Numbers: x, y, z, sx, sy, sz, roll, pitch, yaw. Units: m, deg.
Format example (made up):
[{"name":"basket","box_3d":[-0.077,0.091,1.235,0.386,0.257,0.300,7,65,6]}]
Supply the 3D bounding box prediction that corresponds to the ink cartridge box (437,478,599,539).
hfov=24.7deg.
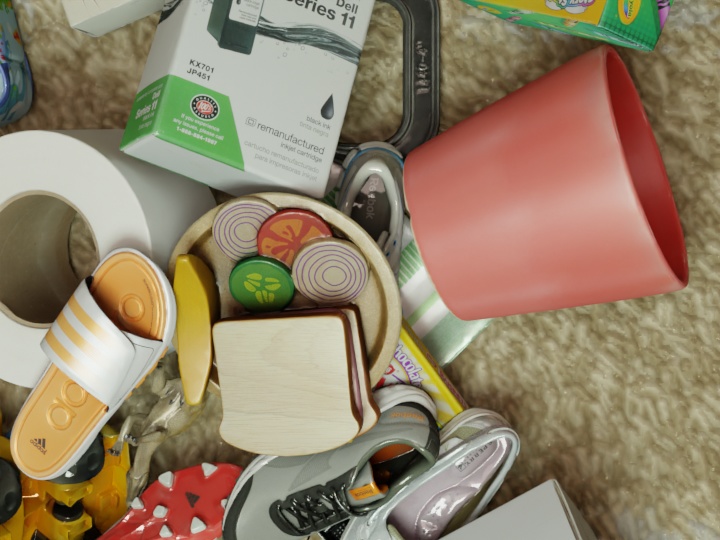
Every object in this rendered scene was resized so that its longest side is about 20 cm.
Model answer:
[{"name":"ink cartridge box","box_3d":[0.138,0.273,1.269,0.146,0.083,0.200,-29,128,8]}]

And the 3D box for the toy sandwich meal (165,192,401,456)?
[{"name":"toy sandwich meal","box_3d":[-0.063,0.043,1.228,0.204,0.070,0.206,3,111,8]}]

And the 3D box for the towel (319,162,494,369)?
[{"name":"towel","box_3d":[-0.006,0.016,1.369,0.153,0.023,0.200,-45,85,6]}]

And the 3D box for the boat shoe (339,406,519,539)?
[{"name":"boat shoe","box_3d":[0.050,0.195,1.292,0.074,0.065,0.202,43,91,-10]}]

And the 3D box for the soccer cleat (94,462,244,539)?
[{"name":"soccer cleat","box_3d":[-0.170,0.226,1.343,0.200,0.085,0.069,-36,63,-6]}]

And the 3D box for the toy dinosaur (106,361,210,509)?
[{"name":"toy dinosaur","box_3d":[-0.145,0.102,1.341,0.200,0.101,0.058,-47,65,2]}]

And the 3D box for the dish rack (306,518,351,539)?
[{"name":"dish rack","box_3d":[-0.078,0.264,1.370,0.200,0.055,0.153,-44,84,8]}]

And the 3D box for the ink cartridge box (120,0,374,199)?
[{"name":"ink cartridge box","box_3d":[-0.081,-0.165,1.262,0.146,0.083,0.201,19,76,-22]}]

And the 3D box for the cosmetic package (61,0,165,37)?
[{"name":"cosmetic package","box_3d":[-0.220,-0.309,1.370,0.103,0.073,0.201,-22,87,8]}]

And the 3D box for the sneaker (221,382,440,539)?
[{"name":"sneaker","box_3d":[-0.025,0.165,1.281,0.200,0.079,0.074,-34,120,9]}]

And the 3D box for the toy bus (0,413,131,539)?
[{"name":"toy bus","box_3d":[-0.317,0.177,1.363,0.192,0.199,0.136,32,130,35]}]

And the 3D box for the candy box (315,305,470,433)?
[{"name":"candy box","box_3d":[0.014,0.095,1.314,0.102,0.026,0.200,-31,117,13]}]

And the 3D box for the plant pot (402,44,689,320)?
[{"name":"plant pot","box_3d":[0.140,-0.052,1.270,0.177,0.200,0.201,-19,88,18]}]

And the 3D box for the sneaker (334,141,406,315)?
[{"name":"sneaker","box_3d":[0.000,0.000,1.310,0.074,0.087,0.201,3,99,2]}]

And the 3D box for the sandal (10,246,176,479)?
[{"name":"sandal","box_3d":[-0.208,0.080,1.223,0.079,0.059,0.207,36,108,11]}]

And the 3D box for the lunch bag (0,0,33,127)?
[{"name":"lunch bag","box_3d":[-0.376,-0.202,1.393,0.160,0.082,0.201,-16,88,11]}]

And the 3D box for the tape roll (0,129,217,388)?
[{"name":"tape roll","box_3d":[-0.226,-0.013,1.327,0.202,0.139,0.204,2,96,19]}]

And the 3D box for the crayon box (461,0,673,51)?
[{"name":"crayon box","box_3d":[0.165,-0.243,1.253,0.058,0.200,0.119,18,95,-31]}]

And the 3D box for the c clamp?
[{"name":"c clamp","box_3d":[-0.016,-0.177,1.359,0.170,0.027,0.201,-6,83,-1]}]
